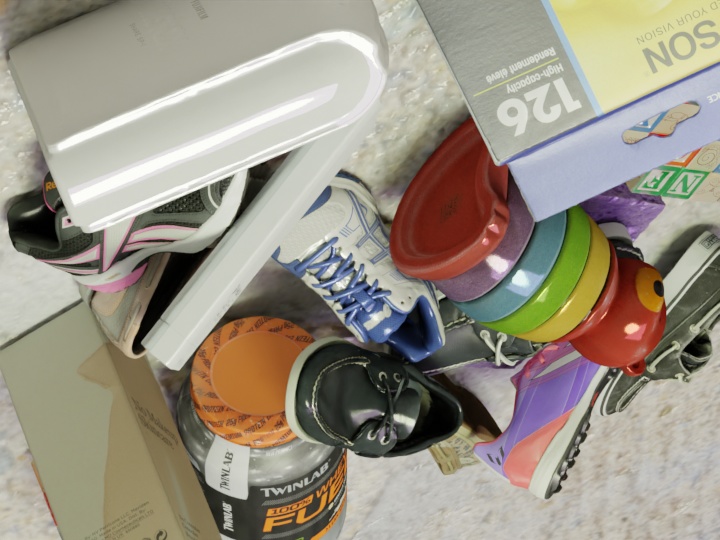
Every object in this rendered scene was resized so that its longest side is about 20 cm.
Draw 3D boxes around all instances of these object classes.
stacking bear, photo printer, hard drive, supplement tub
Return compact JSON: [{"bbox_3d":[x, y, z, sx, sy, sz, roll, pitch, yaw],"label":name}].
[{"bbox_3d":[0.128,-0.001,1.546,0.199,0.122,0.114,31,135,-27],"label":"stacking bear"},{"bbox_3d":[-0.086,-0.109,1.252,0.199,0.167,0.070,-23,120,-5],"label":"photo printer"},{"bbox_3d":[-0.060,-0.025,1.394,0.200,0.027,0.132,-51,180,-4],"label":"hard drive"},{"bbox_3d":[-0.070,0.127,1.641,0.122,0.123,0.200,-19,148,-12],"label":"supplement tub"}]

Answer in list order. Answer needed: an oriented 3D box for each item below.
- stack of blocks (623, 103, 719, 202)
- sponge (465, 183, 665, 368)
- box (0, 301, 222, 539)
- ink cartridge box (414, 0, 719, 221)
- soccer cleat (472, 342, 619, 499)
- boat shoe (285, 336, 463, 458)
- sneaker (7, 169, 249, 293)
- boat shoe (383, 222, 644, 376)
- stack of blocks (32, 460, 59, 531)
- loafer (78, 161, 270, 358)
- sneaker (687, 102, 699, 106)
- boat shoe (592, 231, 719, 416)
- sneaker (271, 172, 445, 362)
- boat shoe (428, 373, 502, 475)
[{"bbox_3d":[0.216,-0.111,1.563,0.199,0.059,0.115,4,136,-39],"label":"stack of blocks"},{"bbox_3d":[0.127,0.000,1.689,0.111,0.030,0.200,5,137,-39],"label":"sponge"},{"bbox_3d":[-0.162,0.130,1.503,0.077,0.201,0.095,-30,149,7],"label":"box"},{"bbox_3d":[0.148,-0.145,1.348,0.197,0.047,0.201,-25,107,13],"label":"ink cartridge box"},{"bbox_3d":[0.156,0.073,1.736,0.201,0.073,0.068,-62,167,-16],"label":"soccer cleat"},{"bbox_3d":[0.015,0.093,1.558,0.066,0.075,0.199,10,171,26],"label":"boat shoe"},{"bbox_3d":[-0.143,-0.044,1.361,0.086,0.081,0.200,13,144,-35],"label":"sneaker"},{"bbox_3d":[0.114,0.033,1.641,0.199,0.061,0.076,-28,146,5],"label":"boat shoe"},{"bbox_3d":[-0.163,0.210,1.685,0.058,0.116,0.200,-28,149,1],"label":"stack of blocks"},{"bbox_3d":[-0.106,-0.024,1.448,0.072,0.063,0.200,0,141,-46],"label":"loafer"},{"bbox_3d":[0.205,-0.184,1.390,0.074,0.081,0.201,-38,134,-26],"label":"sneaker"},{"bbox_3d":[0.244,0.059,1.807,0.071,0.064,0.200,-33,160,-46],"label":"boat shoe"},{"bbox_3d":[0.000,0.000,1.541,0.075,0.088,0.200,-37,146,19],"label":"sneaker"},{"bbox_3d":[0.054,0.118,1.764,0.063,0.073,0.200,-36,148,10],"label":"boat shoe"}]
